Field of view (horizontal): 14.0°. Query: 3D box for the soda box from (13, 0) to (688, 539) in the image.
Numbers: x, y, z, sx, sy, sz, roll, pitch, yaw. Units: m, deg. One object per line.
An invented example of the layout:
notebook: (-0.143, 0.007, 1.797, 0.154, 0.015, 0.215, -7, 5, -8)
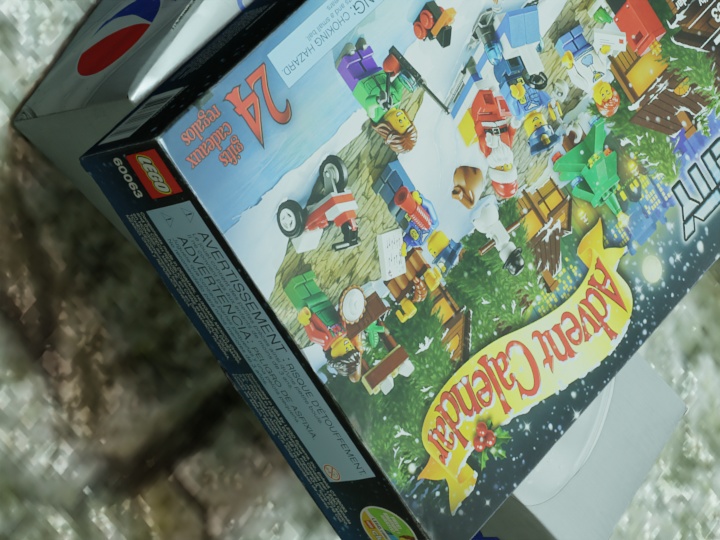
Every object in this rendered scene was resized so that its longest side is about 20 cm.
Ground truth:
soda box: (0.000, 0.000, 0.831, 0.200, 0.068, 0.063, 47, 62, -24)

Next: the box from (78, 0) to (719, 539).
box: (0.034, -0.035, 0.793, 0.200, 0.038, 0.137, -46, 111, -33)
